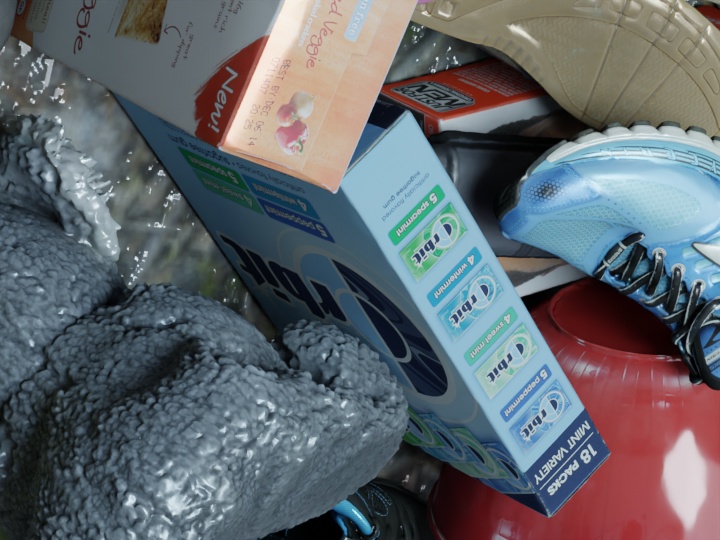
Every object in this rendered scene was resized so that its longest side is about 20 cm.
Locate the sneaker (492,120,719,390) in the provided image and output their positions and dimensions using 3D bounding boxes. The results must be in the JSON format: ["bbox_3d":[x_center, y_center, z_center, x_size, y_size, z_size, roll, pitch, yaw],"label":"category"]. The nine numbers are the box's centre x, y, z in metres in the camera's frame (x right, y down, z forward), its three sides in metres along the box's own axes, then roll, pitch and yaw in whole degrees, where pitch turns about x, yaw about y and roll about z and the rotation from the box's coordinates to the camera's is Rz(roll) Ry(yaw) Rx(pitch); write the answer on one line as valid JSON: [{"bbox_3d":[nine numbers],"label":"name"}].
[{"bbox_3d":[0.149,0.002,1.007,0.200,0.078,0.090,18,60,-18],"label":"sneaker"}]

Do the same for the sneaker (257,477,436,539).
[{"bbox_3d":[-0.015,0.128,1.099,0.200,0.082,0.073,26,90,-39],"label":"sneaker"}]

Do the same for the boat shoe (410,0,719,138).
[{"bbox_3d":[0.082,-0.118,1.044,0.200,0.065,0.072,22,113,-14],"label":"boat shoe"}]

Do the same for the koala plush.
[{"bbox_3d":[-0.112,0.045,0.945,0.177,0.200,0.184,-47,166,1],"label":"koala plush"}]

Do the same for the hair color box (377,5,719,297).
[{"bbox_3d":[0.105,-0.054,1.124,0.200,0.061,0.102,-17,117,-28],"label":"hair color box"}]

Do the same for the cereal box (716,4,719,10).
[{"bbox_3d":[0.271,-0.127,1.222,0.144,0.040,0.200,-47,127,-11],"label":"cereal box"}]

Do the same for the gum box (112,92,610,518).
[{"bbox_3d":[0.000,0.000,1.003,0.045,0.170,0.200,-45,127,-16],"label":"gum box"}]

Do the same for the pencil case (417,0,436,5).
[{"bbox_3d":[0.074,-0.162,0.911,0.087,0.200,0.083,22,60,-54],"label":"pencil case"}]

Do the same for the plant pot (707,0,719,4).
[{"bbox_3d":[0.160,-0.217,1.029,0.200,0.200,0.177,11,113,-37],"label":"plant pot"}]

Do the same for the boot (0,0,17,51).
[{"bbox_3d":[-0.172,-0.129,0.859,0.132,0.070,0.200,-62,167,11],"label":"boot"}]

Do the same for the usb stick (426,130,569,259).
[{"bbox_3d":[0.105,-0.031,1.072,0.200,0.033,0.056,2,100,-35],"label":"usb stick"}]

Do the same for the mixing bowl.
[{"bbox_3d":[0.133,0.069,1.099,0.200,0.200,0.108,-13,117,-30],"label":"mixing bowl"}]

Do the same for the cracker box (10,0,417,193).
[{"bbox_3d":[-0.052,-0.123,0.902,0.058,0.200,0.134,20,95,-36],"label":"cracker box"}]
